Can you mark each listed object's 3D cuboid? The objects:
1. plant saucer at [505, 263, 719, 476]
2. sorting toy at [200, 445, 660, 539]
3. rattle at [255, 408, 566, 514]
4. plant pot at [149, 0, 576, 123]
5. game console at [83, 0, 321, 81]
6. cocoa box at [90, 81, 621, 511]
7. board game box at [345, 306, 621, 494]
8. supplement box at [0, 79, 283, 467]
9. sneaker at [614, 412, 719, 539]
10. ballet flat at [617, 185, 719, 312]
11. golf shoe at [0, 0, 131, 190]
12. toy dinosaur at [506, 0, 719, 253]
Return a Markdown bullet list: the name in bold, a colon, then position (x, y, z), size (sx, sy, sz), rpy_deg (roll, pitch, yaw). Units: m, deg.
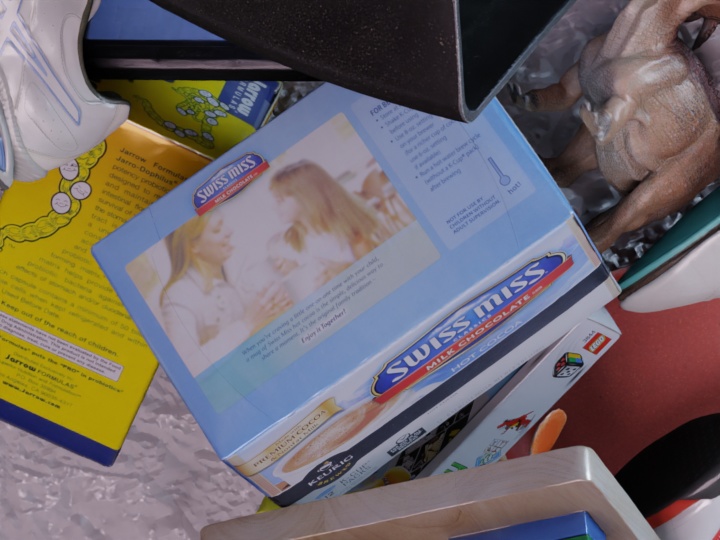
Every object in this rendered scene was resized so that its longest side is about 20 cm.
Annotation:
- **plant saucer**: position (0.171, 0.075, 1.576), size (0.200, 0.037, 0.200), rpy_deg (-17, 115, 19)
- **sorting toy**: position (0.050, 0.174, 1.461), size (0.198, 0.070, 0.200), rpy_deg (-13, 150, 17)
- **rattle**: position (0.049, 0.154, 1.591), size (0.200, 0.130, 0.143), rpy_deg (-19, 108, 24)
- **plant pot**: position (-0.005, -0.199, 1.297), size (0.177, 0.200, 0.200), rpy_deg (6, 120, 23)
- **game console**: position (-0.076, -0.192, 1.431), size (0.200, 0.176, 0.116), rpy_deg (1, 148, 11)
- **cocoa box**: position (0.000, 0.000, 1.407), size (0.200, 0.131, 0.133), rpy_deg (-35, 68, 3)
- **board game box**: position (0.032, 0.056, 1.523), size (0.035, 0.126, 0.200), rpy_deg (27, 113, -42)
- **supplement box**: position (-0.133, -0.019, 1.541), size (0.109, 0.109, 0.200), rpy_deg (24, 121, -3)
- **sneaker**: position (0.165, 0.162, 1.571), size (0.108, 0.067, 0.201), rpy_deg (38, 120, -16)
- **ballet flat**: position (0.215, -0.035, 1.463), size (0.069, 0.069, 0.200), rpy_deg (43, 101, -14)
- **golf shoe**: position (-0.172, -0.141, 1.398), size (0.097, 0.078, 0.200), rpy_deg (-21, 109, -10)
- **toy dinosaur**: position (0.151, -0.080, 1.472), size (0.135, 0.086, 0.200), rpy_deg (-25, 140, -18)
